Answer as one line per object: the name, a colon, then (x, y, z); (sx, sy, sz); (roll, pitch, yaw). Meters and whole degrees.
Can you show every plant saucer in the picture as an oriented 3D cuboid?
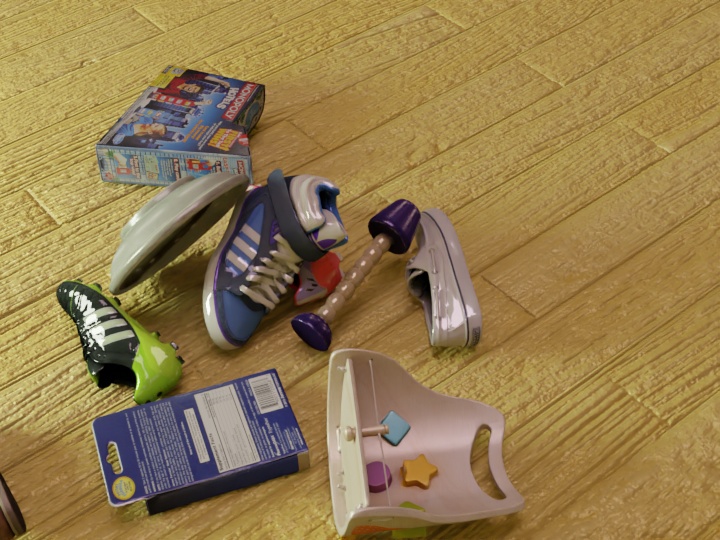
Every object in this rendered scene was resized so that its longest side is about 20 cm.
plant saucer: (-0.212, -0.054, 1.333); (0.050, 0.200, 0.200); (49, 55, 0)

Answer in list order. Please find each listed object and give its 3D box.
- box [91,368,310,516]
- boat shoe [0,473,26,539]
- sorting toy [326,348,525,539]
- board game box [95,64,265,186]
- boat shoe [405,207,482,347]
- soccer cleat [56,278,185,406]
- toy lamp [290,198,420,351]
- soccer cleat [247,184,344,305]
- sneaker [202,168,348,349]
box: (-0.162, 0.173, 1.200); (0.197, 0.033, 0.122); (-13, 43, -14)
boat shoe: (-0.384, 0.203, 1.156); (0.068, 0.073, 0.200); (-28, 39, -21)
sorting toy: (0.062, 0.182, 1.143); (0.177, 0.108, 0.201); (1, 41, -8)
board game box: (-0.207, -0.175, 1.560); (0.198, 0.062, 0.201); (15, 45, 16)
boat shoe: (0.082, 0.004, 1.346); (0.064, 0.074, 0.201); (-6, 41, -11)
soccer cleat: (-0.276, 0.076, 1.291); (0.199, 0.068, 0.081); (32, 65, 31)
toy lamp: (0.000, 0.000, 1.338); (0.058, 0.058, 0.200); (27, 63, 28)
soccer cleat: (-0.099, -0.033, 1.403); (0.076, 0.067, 0.200); (-32, 53, -23)
sneaker: (-0.085, -0.014, 1.300); (0.145, 0.080, 0.202); (-7, 58, 37)
